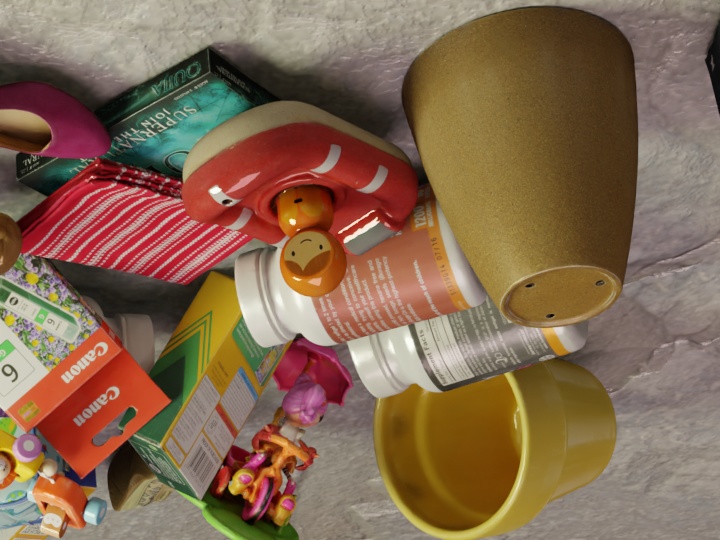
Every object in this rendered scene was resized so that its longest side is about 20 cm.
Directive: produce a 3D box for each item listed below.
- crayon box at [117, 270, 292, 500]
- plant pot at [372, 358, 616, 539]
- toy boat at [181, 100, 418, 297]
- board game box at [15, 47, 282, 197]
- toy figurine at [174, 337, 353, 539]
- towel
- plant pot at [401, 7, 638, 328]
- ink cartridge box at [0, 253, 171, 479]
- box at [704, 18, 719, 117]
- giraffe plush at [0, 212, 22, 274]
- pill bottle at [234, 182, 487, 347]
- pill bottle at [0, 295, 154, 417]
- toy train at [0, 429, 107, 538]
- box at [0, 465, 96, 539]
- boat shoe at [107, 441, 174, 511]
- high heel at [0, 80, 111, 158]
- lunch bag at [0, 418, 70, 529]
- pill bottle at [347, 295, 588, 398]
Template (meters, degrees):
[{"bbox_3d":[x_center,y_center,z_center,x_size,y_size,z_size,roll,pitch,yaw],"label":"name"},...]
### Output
[{"bbox_3d":[-0.132,0.092,1.667,0.051,0.200,0.126,21,158,23],"label":"crayon box"},{"bbox_3d":[0.146,0.156,1.803,0.189,0.201,0.201,1,152,-45],"label":"plant pot"},{"bbox_3d":[-0.043,-0.041,1.416,0.130,0.131,0.200,-32,145,33],"label":"toy boat"},{"bbox_3d":[-0.153,-0.095,1.457,0.200,0.028,0.135,-25,145,27],"label":"board game box"},{"bbox_3d":[-0.078,0.152,1.743,0.150,0.184,0.200,28,-176,-13],"label":"toy figurine"},{"bbox_3d":[-0.178,-0.034,1.501,0.200,0.023,0.145,13,147,-43],"label":"towel"},{"bbox_3d":[0.138,-0.064,1.409,0.186,0.200,0.187,-7,150,-4],"label":"plant pot"},{"bbox_3d":[-0.261,0.073,1.542,0.109,0.200,0.050,-41,-171,-2],"label":"ink cartridge box"},{"bbox_3d":[0.377,-0.170,1.377,0.199,0.107,0.149,-5,150,-4],"label":"box"},{"bbox_3d":[-0.384,-0.042,1.405,0.200,0.173,0.162,16,151,32],"label":"giraffe plush"},{"bbox_3d":[0.000,0.000,1.569,0.200,0.112,0.112,-16,149,13],"label":"pill bottle"},{"bbox_3d":[-0.287,0.075,1.629,0.199,0.112,0.111,4,148,-18],"label":"pill bottle"},{"bbox_3d":[-0.322,0.175,1.575,0.200,0.056,0.150,19,153,10],"label":"toy train"},{"bbox_3d":[-0.309,0.189,1.808,0.041,0.119,0.200,12,145,-33],"label":"box"},{"bbox_3d":[-0.201,0.188,1.886,0.063,0.073,0.200,1,155,-28],"label":"boat shoe"},{"bbox_3d":[-0.276,-0.095,1.344,0.200,0.096,0.067,16,141,-24],"label":"high heel"},{"bbox_3d":[-0.373,0.165,1.716,0.199,0.161,0.082,-14,158,13],"label":"lunch bag"},{"bbox_3d":[0.095,0.043,1.658,0.200,0.117,0.116,-18,148,18],"label":"pill bottle"}]
